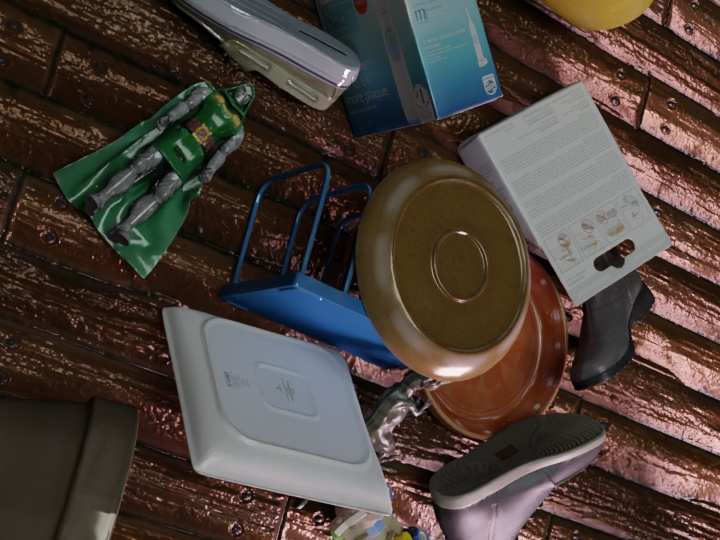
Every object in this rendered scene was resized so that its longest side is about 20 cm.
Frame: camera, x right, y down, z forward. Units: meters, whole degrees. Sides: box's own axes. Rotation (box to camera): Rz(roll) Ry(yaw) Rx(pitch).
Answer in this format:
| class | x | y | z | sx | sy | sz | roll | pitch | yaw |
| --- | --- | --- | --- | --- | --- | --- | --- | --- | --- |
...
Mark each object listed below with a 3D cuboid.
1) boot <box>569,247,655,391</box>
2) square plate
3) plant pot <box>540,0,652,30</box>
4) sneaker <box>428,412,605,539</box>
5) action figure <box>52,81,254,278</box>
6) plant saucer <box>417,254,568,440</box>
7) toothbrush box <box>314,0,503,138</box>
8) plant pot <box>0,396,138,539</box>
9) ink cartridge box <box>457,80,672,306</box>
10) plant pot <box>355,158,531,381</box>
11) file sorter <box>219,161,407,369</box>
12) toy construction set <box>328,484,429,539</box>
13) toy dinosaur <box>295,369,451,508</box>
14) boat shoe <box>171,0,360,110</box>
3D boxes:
| class | x | y | z | sx | sy | sz | roll | pitch | yaw |
| --- | --- | --- | --- | --- | --- | --- | --- | --- | --- |
| boot | 0.237 | 0.026 | 1.433 | 0.133 | 0.069 | 0.200 | 57 | 34 | -16 |
| square plate | -0.070 | 0.115 | 1.193 | 0.196 | 0.201 | 0.029 | 19 | 122 | -31 |
| plant pot | 0.243 | -0.337 | 1.414 | 0.201 | 0.198 | 0.143 | -51 | 138 | -23 |
| sneaker | 0.161 | 0.222 | 1.377 | 0.198 | 0.075 | 0.108 | -21 | 120 | -18 |
| action figure | -0.161 | -0.105 | 1.210 | 0.119 | 0.054 | 0.200 | 51 | 60 | -17 |
| plant saucer | 0.129 | 0.072 | 1.399 | 0.198 | 0.032 | 0.204 | 1 | 88 | -33 |
| toothbrush box | 0.035 | -0.239 | 1.283 | 0.085 | 0.146 | 0.203 | -21 | 100 | -31 |
| plant pot | -0.283 | 0.176 | 1.055 | 0.171 | 0.200 | 0.203 | 20 | 77 | -13 |
| ink cartridge box | 0.214 | -0.078 | 1.422 | 0.161 | 0.057 | 0.202 | -28 | 92 | -31 |
| plant pot | 0.083 | -0.003 | 1.220 | 0.198 | 0.027 | 0.203 | 6 | 79 | -34 |
| file sorter | 0.000 | 0.000 | 1.258 | 0.198 | 0.138 | 0.124 | 25 | 72 | -29 |
| toy construction set | 0.020 | 0.270 | 1.261 | 0.132 | 0.091 | 0.202 | -66 | 136 | -59 |
| toy dinosaur | 0.021 | 0.153 | 1.299 | 0.200 | 0.048 | 0.088 | -47 | 153 | 12 |
| boat shoe | -0.095 | -0.210 | 1.247 | 0.198 | 0.072 | 0.062 | 28 | 118 | -17 |
